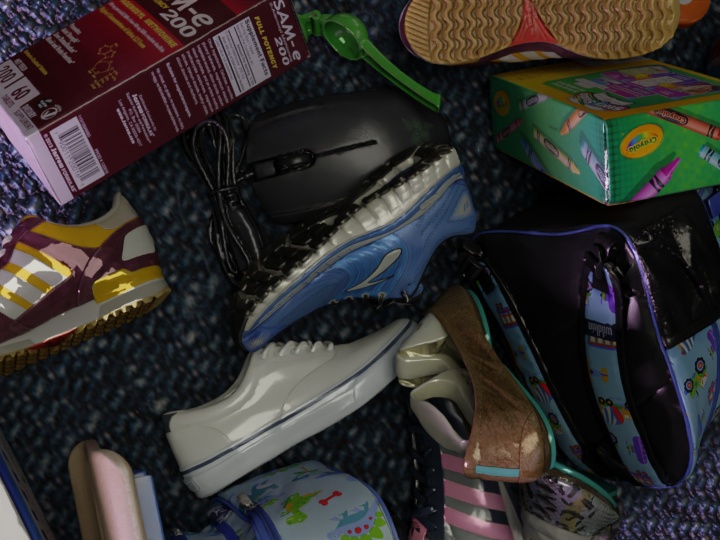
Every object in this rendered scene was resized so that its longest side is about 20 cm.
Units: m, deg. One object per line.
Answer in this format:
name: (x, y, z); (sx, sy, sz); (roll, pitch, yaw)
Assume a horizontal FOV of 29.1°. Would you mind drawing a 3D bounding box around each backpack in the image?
backpack: (0.187, 0.044, 0.979); (0.134, 0.182, 0.202); (-29, 105, -31)
backpack: (-0.038, 0.226, 0.889); (0.146, 0.200, 0.185); (-18, 90, -19)

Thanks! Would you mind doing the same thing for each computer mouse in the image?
computer mouse: (-0.021, -0.076, 1.000); (0.198, 0.053, 0.140); (-18, 89, -14)

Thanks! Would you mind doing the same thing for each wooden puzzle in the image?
wooden puzzle: (-0.139, 0.198, 0.872); (0.046, 0.200, 0.188); (-12, 88, -17)

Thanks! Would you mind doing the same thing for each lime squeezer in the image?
lime squeezer: (-0.037, -0.154, 1.004); (0.197, 0.038, 0.072); (7, 77, 4)

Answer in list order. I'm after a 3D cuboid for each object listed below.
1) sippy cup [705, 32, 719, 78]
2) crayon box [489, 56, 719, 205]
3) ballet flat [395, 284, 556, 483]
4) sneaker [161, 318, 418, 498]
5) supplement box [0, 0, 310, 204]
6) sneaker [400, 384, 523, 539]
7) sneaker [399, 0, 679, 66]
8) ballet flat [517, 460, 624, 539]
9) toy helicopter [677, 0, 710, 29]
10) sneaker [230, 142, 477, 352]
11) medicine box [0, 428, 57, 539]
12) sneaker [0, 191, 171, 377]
sippy cup: (0.331, -0.159, 1.052); (0.176, 0.130, 0.142); (7, 84, -13)
crayon box: (0.180, -0.104, 0.973); (0.117, 0.200, 0.059); (-11, 109, -14)
ballet flat: (0.064, 0.073, 0.917); (0.071, 0.201, 0.068); (-9, 124, -10)
sneaker: (-0.046, 0.079, 0.970); (0.199, 0.073, 0.071); (-31, 94, -15)
supplement box: (-0.147, -0.138, 0.940); (0.199, 0.109, 0.061); (-33, 132, -14)
sneaker: (0.061, 0.162, 0.990); (0.081, 0.070, 0.202); (-24, 90, -17)
sneaker: (0.127, -0.187, 1.005); (0.197, 0.090, 0.076); (-1, 100, -3)
ballet flat: (0.143, 0.171, 0.953); (0.071, 0.200, 0.073); (-3, 78, 16)
toy helicopter: (0.173, -0.254, 1.052); (0.198, 0.079, 0.134); (11, 82, -9)
sneaker: (0.000, 0.000, 0.955); (0.199, 0.079, 0.090); (-34, 109, -6)
medicine box: (-0.241, 0.178, 0.848); (0.102, 0.200, 0.184); (-27, 92, -14)
sneaker: (-0.233, 0.015, 0.937); (0.198, 0.075, 0.091); (-21, 82, -21)
